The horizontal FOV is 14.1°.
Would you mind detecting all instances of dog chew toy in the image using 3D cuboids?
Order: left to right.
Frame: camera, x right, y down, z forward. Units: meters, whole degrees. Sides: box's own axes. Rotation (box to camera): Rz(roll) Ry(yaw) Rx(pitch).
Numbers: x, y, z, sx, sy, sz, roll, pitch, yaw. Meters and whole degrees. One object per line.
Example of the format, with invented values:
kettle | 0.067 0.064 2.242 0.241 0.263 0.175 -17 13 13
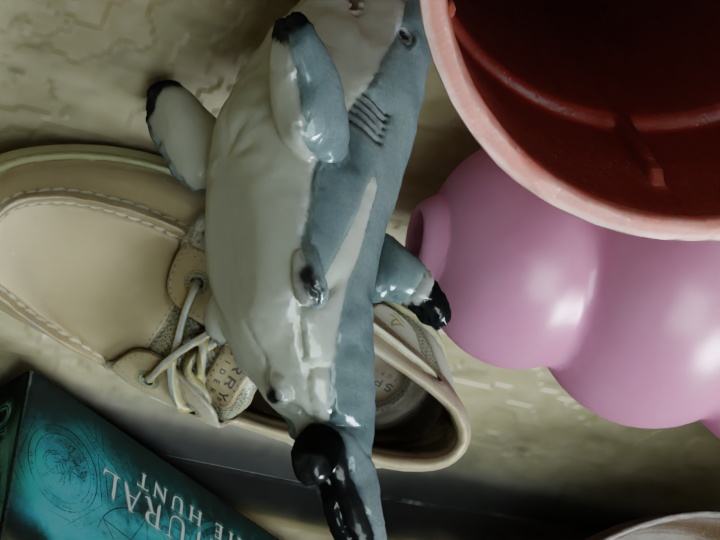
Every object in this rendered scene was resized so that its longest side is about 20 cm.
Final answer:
dog chew toy | 0.113 0.003 1.006 0.199 0.125 0.125 7 116 -14

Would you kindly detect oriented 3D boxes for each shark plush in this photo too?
shark plush | 0.000 0.000 0.933 0.083 0.201 0.091 3 153 -36

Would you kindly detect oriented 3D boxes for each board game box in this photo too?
board game box | -0.059 0.140 1.012 0.028 0.136 0.200 -29 130 33

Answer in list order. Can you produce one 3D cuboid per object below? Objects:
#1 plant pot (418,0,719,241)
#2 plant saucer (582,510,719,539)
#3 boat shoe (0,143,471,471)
plant pot | 0.081 -0.142 0.862 0.200 0.195 0.202 -9 121 -15
plant saucer | 0.097 0.176 1.126 0.199 0.032 0.201 -15 121 -26
boat shoe | -0.048 0.017 0.984 0.199 0.065 0.072 24 108 -29
